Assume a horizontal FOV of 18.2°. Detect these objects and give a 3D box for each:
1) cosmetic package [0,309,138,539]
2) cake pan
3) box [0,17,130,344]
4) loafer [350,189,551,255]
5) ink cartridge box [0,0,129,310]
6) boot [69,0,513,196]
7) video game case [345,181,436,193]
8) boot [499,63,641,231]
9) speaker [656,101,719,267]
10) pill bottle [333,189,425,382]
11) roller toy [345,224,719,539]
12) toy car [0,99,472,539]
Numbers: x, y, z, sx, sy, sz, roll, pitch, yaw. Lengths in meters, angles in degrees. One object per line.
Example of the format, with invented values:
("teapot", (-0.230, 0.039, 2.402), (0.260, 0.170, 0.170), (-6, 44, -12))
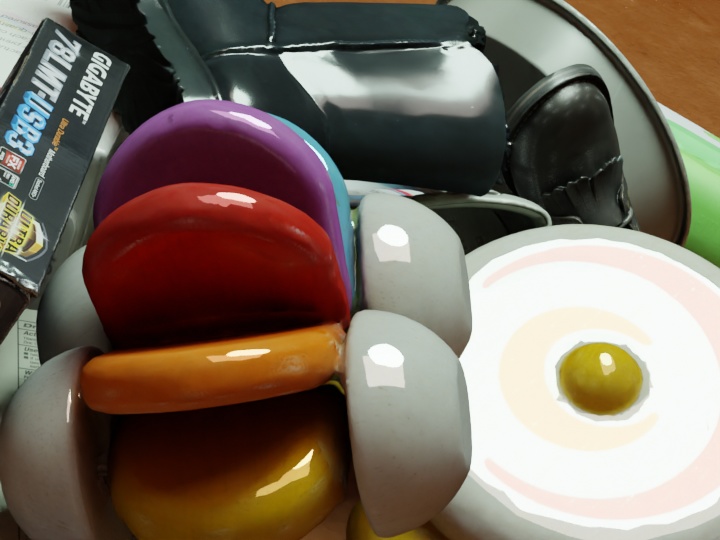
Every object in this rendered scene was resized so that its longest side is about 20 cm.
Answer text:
("cosmetic package", (-0.111, 0.105, 0.928), (0.103, 0.074, 0.200), (11, 29, -14))
("cake pan", (0.099, -0.072, 1.256), (0.037, 0.201, 0.200), (-38, 57, -25))
("box", (-0.174, 0.021, 0.902), (0.049, 0.200, 0.199), (30, 26, -12))
("loafer", (0.000, 0.000, 1.008), (0.199, 0.070, 0.070), (-20, 88, -36))
("ink cartridge box", (-0.186, -0.060, 1.093), (0.146, 0.145, 0.200), (19, 28, -1))
("boot", (-0.034, -0.105, 1.030), (0.167, 0.077, 0.201), (-3, 44, -28))
("video game case", (-0.053, -0.069, 1.318), (0.181, 0.022, 0.200), (-3, 35, -35))
("boot", (0.144, 0.010, 1.118), (0.069, 0.201, 0.174), (-28, 50, -12))
("speaker", (0.209, -0.030, 1.322), (0.199, 0.089, 0.088), (31, 29, 4))
("pill bottle", (-0.012, 0.014, 1.107), (0.199, 0.109, 0.109), (-1, 34, -33))
("roller toy", (0.094, 0.079, 0.969), (0.198, 0.140, 0.183), (3, 53, -1))
("toy car", (-0.051, 0.012, 0.849), (0.174, 0.151, 0.200), (-8, 30, 8))
